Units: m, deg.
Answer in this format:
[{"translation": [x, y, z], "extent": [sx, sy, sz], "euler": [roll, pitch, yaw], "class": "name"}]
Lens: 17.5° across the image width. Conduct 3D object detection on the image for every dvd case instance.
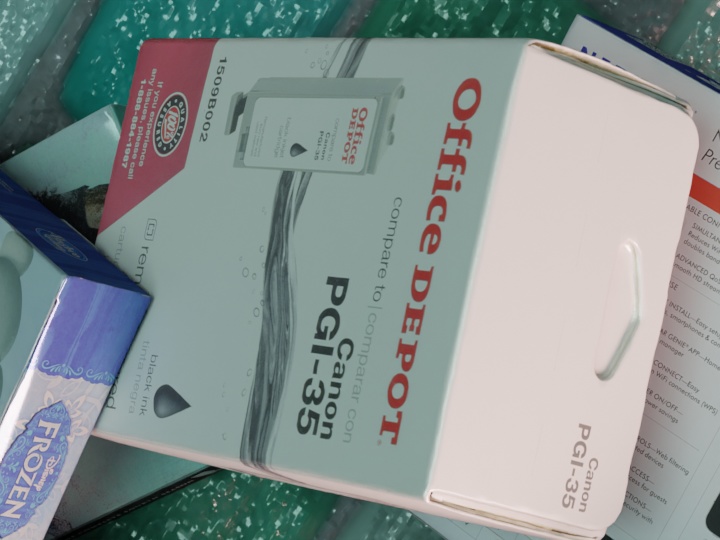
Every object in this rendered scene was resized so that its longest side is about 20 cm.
[{"translation": [-0.148, 0.042, 0.922], "extent": [0.200, 0.022, 0.146], "euler": [-26, 80, 22], "class": "dvd case"}]

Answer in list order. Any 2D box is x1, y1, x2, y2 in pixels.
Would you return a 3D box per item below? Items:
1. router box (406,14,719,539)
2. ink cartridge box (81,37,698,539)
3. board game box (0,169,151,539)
[{"translation": [0.115, 0.040, 0.774], "extent": [0.200, 0.049, 0.180], "euler": [35, 103, 31], "class": "router box"}, {"translation": [0.000, 0.000, 0.775], "extent": [0.200, 0.083, 0.147], "euler": [6, 81, 49], "class": "ink cartridge box"}, {"translation": [-0.179, 0.051, 0.860], "extent": [0.200, 0.043, 0.200], "euler": [37, 106, 45], "class": "board game box"}]
